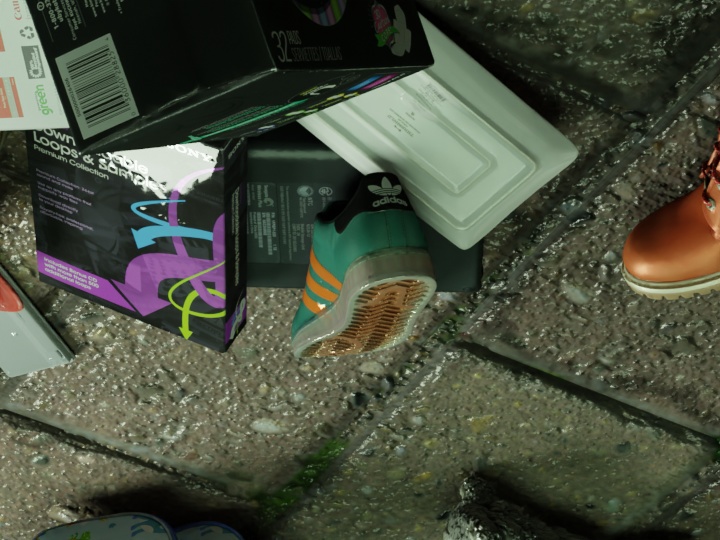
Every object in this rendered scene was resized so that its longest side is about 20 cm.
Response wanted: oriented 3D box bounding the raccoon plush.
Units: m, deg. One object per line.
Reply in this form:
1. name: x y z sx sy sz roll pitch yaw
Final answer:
1. raccoon plush: 0.153 0.203 1.692 0.200 0.097 0.134 -23 126 -14

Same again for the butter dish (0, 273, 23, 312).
1. butter dish: -0.345 0.013 1.380 0.200 0.148 0.199 9 155 23

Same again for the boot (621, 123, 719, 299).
1. boot: 0.235 -0.059 1.367 0.200 0.075 0.107 -30 127 21

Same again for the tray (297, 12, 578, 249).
1. tray: 0.028 -0.094 1.335 0.200 0.022 0.107 38 118 -22

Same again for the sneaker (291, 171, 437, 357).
1. sneaker: 0.000 0.000 1.404 0.071 0.080 0.200 -2 162 -18

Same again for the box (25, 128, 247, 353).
1. box: -0.142 -0.042 1.393 0.143 0.036 0.200 21 140 14

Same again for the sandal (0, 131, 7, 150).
1. sandal: -0.258 -0.090 1.364 0.082 0.055 0.200 17 134 -16

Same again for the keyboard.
1. keyboard: -0.268 0.010 1.520 0.056 0.011 0.200 -10 138 22

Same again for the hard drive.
1. hard drive: -0.018 -0.040 1.427 0.200 0.033 0.140 2 139 2

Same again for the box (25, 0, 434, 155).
1. box: -0.071 -0.151 1.144 0.124 0.149 0.200 -20 178 25

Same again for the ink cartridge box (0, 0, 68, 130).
1. ink cartridge box: -0.235 -0.179 1.214 0.175 0.084 0.200 -2 128 6

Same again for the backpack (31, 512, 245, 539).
1. backpack: -0.164 0.279 1.695 0.200 0.183 0.147 -13 138 10
